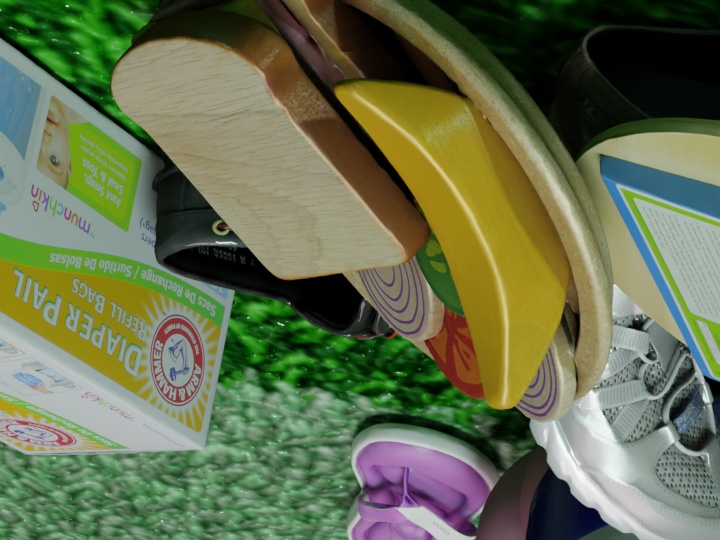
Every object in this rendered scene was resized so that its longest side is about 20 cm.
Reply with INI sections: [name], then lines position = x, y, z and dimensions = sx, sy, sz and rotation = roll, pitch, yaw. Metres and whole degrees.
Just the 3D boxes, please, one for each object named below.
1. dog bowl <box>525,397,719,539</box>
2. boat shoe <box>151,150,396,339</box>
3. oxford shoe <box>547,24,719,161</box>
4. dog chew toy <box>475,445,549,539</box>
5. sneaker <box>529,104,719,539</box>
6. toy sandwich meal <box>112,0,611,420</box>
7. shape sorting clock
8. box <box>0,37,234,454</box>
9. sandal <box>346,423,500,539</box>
[dog bowl]
position = 0.169, 0.143, 1.128
dimensions = 0.199, 0.079, 0.201
rotation = 4, 141, 3
[boat shoe]
position = -0.002, 0.001, 1.092
dimensions = 0.201, 0.063, 0.074
rotation = 23, 153, -32
[oxford shoe]
position = 0.164, -0.042, 0.901
dimensions = 0.199, 0.072, 0.073
rotation = 9, 154, 4
[dog chew toy]
position = 0.128, 0.120, 1.259
dimensions = 0.124, 0.125, 0.200
rotation = 12, 150, -5
[sneaker]
position = 0.101, 0.023, 0.988
dimensions = 0.082, 0.075, 0.200
rotation = -20, 112, 36
[toy sandwich meal]
position = 0.002, -0.023, 0.895
dimensions = 0.205, 0.070, 0.206
rotation = 41, 155, 24
[shape sorting clock]
position = 0.162, 0.008, 0.876
dimensions = 0.199, 0.039, 0.200
rotation = 30, 163, 10
[box]
position = -0.148, -0.007, 1.068
dimensions = 0.101, 0.113, 0.200
rotation = -4, 155, 33
[sandal]
position = 0.031, 0.136, 1.421
dimensions = 0.082, 0.050, 0.203
rotation = 9, 158, 2
